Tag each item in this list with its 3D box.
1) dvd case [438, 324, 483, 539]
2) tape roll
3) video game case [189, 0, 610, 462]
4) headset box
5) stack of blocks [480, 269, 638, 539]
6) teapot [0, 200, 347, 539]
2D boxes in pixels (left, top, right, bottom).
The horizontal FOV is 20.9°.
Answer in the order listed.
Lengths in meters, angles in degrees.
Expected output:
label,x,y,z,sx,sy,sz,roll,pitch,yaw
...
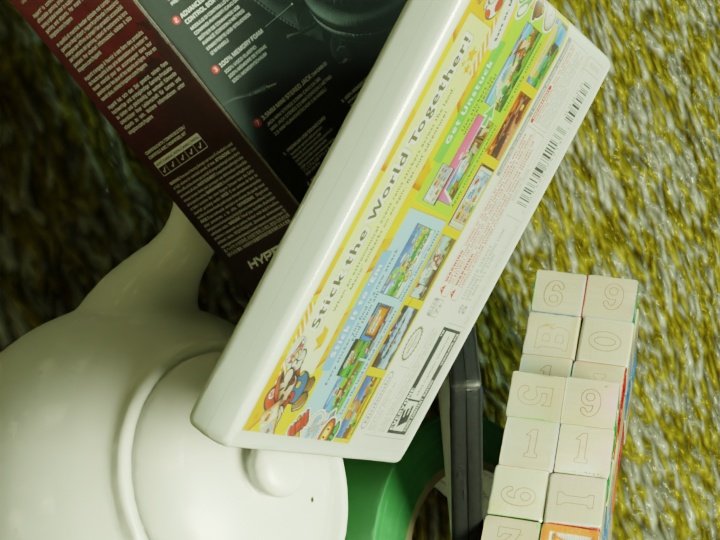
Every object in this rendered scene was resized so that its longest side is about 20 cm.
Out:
label,x,y,z,sx,sy,sz,roll,pitch,yaw
dvd case,0.047,0.029,1.012,0.143,0.017,0.200,85,1,-47
tape roll,0.050,0.181,1.075,0.200,0.048,0.201,20,65,-49
video game case,0.023,-0.018,0.768,0.200,0.023,0.182,-62,158,4
headset box,-0.045,-0.116,0.797,0.200,0.077,0.149,50,55,-9
stack of blocks,0.109,0.099,1.049,0.115,0.058,0.200,82,19,-55
teapot,-0.075,0.101,0.832,0.200,0.146,0.198,45,51,-22
